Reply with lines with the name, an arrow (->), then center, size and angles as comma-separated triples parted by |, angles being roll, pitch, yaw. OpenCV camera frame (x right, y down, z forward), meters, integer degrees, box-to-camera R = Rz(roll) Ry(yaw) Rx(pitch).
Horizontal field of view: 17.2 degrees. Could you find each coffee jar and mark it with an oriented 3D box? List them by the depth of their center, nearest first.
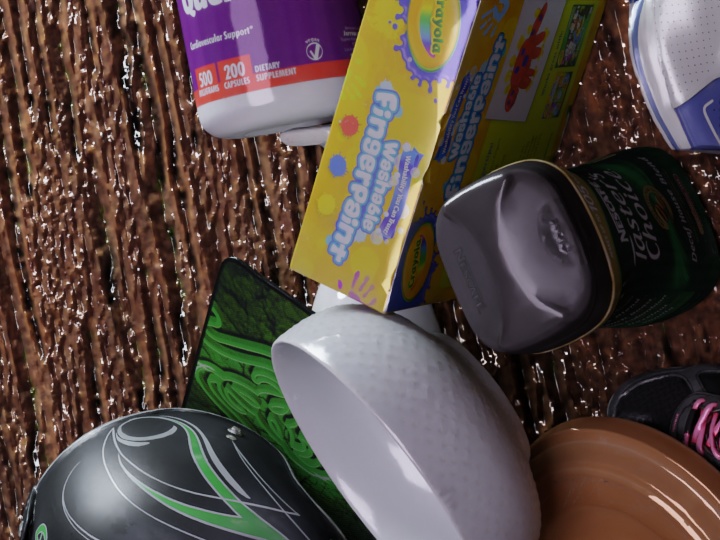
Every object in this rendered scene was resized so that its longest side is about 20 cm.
coffee jar -> 0.124, -0.013, 1.339 | 0.085, 0.200, 0.105 | -27, 82, 30

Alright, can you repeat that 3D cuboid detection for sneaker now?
sneaker -> 0.213, -0.168, 1.340 | 0.115, 0.080, 0.200 | -10, 88, 33
sneaker -> 0.226, 0.095, 1.344 | 0.199, 0.095, 0.079 | 14, 85, 28

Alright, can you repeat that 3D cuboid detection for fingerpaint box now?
fingerpaint box -> 0.054, -0.087, 1.394 | 0.073, 0.167, 0.201 | 25, 108, 26

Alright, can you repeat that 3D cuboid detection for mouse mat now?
mouse mat -> -0.032, 0.100, 1.531 | 0.200, 0.008, 0.161 | 36, 130, 23

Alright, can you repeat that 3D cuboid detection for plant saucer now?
plant saucer -> 0.161, 0.181, 1.392 | 0.200, 0.032, 0.201 | 25, 130, 34

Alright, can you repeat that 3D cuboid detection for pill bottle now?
pill bottle -> -0.062, -0.188, 1.483 | 0.112, 0.112, 0.201 | -12, 89, 31

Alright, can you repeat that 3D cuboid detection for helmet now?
helmet -> -0.107, 0.199, 1.503 | 0.191, 0.200, 0.200 | 50, 119, 43

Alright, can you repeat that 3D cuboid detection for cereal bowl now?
cereal bowl -> 0.039, 0.098, 1.386 | 0.083, 0.200, 0.200 | -34, 73, -15

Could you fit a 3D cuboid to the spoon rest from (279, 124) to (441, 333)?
spoon rest -> 0.000, 0.000, 1.508 | 0.099, 0.061, 0.201 | -2, 108, 32
